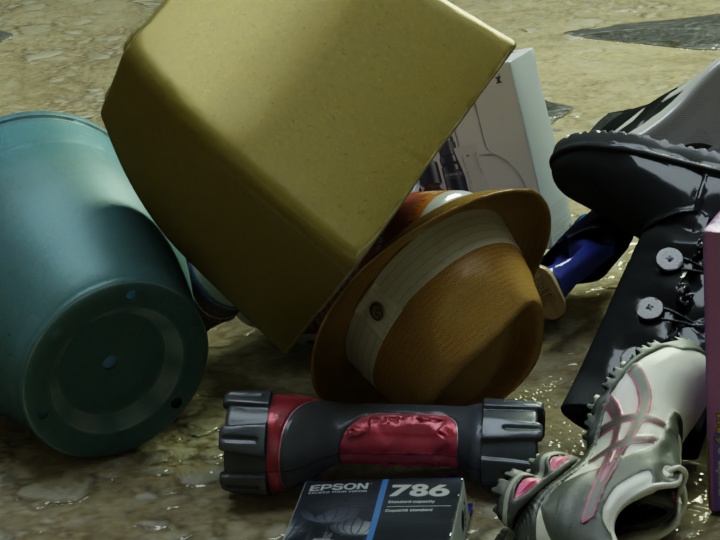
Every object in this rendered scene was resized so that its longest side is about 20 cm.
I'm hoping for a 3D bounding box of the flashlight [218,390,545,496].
[{"bbox_3d":[0.014,0.109,1.380,0.198,0.068,0.068,2,-12,6],"label":"flashlight"}]

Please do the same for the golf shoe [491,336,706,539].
[{"bbox_3d":[0.161,0.116,1.293,0.088,0.078,0.200,18,44,36],"label":"golf shoe"}]

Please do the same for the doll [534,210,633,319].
[{"bbox_3d":[0.171,-0.018,1.672,0.136,0.049,0.200,-41,0,40],"label":"doll"}]

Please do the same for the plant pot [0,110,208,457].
[{"bbox_3d":[-0.198,0.022,1.510,0.199,0.201,0.188,-13,34,-26],"label":"plant pot"}]

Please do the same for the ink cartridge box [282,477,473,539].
[{"bbox_3d":[0.007,0.158,1.265,0.099,0.040,0.200,-2,17,8],"label":"ink cartridge box"}]

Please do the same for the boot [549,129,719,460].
[{"bbox_3d":[0.172,0.013,1.451,0.164,0.066,0.201,8,66,29],"label":"boot"}]

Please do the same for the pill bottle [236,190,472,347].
[{"bbox_3d":[0.000,0.000,1.614,0.199,0.113,0.112,0,17,38],"label":"pill bottle"}]

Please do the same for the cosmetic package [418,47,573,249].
[{"bbox_3d":[0.058,-0.085,1.764,0.199,0.152,0.052,-7,13,32],"label":"cosmetic package"}]

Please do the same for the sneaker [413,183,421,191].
[{"bbox_3d":[0.023,-0.054,1.691,0.112,0.201,0.072,12,56,28],"label":"sneaker"}]

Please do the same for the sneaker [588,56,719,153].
[{"bbox_3d":[0.239,-0.114,1.641,0.199,0.073,0.112,-31,15,-10],"label":"sneaker"}]

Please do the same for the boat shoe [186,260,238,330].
[{"bbox_3d":[-0.116,-0.041,1.620,0.072,0.072,0.201,25,39,-25],"label":"boat shoe"}]

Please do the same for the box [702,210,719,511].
[{"bbox_3d":[0.280,0.032,1.363,0.096,0.177,0.200,4,20,22],"label":"box"}]

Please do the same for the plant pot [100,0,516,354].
[{"bbox_3d":[-0.054,-0.101,1.441,0.196,0.199,0.194,-54,1,-23],"label":"plant pot"}]

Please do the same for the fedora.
[{"bbox_3d":[0.062,0.039,1.444,0.200,0.201,0.082,-17,54,-35],"label":"fedora"}]
